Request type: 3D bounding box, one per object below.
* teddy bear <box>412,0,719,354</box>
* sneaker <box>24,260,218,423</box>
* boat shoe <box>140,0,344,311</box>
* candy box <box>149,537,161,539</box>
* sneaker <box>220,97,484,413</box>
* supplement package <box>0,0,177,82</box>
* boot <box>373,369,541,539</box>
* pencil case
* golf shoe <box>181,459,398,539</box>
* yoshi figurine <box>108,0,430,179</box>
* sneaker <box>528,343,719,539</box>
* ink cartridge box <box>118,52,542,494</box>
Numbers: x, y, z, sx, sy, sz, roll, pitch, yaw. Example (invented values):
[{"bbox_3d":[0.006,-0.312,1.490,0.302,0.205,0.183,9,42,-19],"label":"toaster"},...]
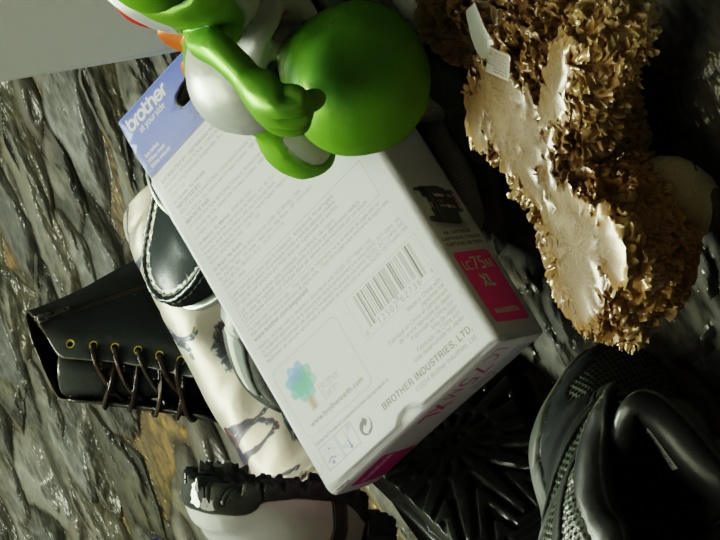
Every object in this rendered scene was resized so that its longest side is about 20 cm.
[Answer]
[{"bbox_3d":[0.081,-0.068,0.948,0.145,0.067,0.200,98,150,-42],"label":"teddy bear"},{"bbox_3d":[-0.106,0.065,1.397,0.200,0.106,0.075,39,144,48],"label":"sneaker"},{"bbox_3d":[-0.072,-0.059,1.193,0.076,0.060,0.200,44,127,30],"label":"boat shoe"},{"bbox_3d":[-0.035,0.237,1.120,0.169,0.077,0.200,24,144,42],"label":"candy box"},{"bbox_3d":[0.000,0.000,1.130,0.115,0.075,0.200,37,131,41],"label":"sneaker"},{"bbox_3d":[-0.142,-0.169,1.169,0.200,0.117,0.117,-111,11,-73],"label":"supplement package"},{"bbox_3d":[0.066,0.137,1.128,0.158,0.079,0.211,67,174,-33],"label":"boot"},{"bbox_3d":[-0.051,0.027,1.284,0.200,0.089,0.078,60,-172,18],"label":"pencil case"},{"bbox_3d":[-0.031,0.145,1.156,0.078,0.095,0.200,6,165,23],"label":"golf shoe"},{"bbox_3d":[-0.037,-0.108,0.951,0.112,0.112,0.200,47,177,44],"label":"yoshi figurine"},{"bbox_3d":[0.108,0.071,0.923,0.076,0.200,0.114,27,123,-3],"label":"sneaker"},{"bbox_3d":[-0.017,-0.020,1.073,0.119,0.042,0.200,-44,70,34],"label":"ink cartridge box"}]
